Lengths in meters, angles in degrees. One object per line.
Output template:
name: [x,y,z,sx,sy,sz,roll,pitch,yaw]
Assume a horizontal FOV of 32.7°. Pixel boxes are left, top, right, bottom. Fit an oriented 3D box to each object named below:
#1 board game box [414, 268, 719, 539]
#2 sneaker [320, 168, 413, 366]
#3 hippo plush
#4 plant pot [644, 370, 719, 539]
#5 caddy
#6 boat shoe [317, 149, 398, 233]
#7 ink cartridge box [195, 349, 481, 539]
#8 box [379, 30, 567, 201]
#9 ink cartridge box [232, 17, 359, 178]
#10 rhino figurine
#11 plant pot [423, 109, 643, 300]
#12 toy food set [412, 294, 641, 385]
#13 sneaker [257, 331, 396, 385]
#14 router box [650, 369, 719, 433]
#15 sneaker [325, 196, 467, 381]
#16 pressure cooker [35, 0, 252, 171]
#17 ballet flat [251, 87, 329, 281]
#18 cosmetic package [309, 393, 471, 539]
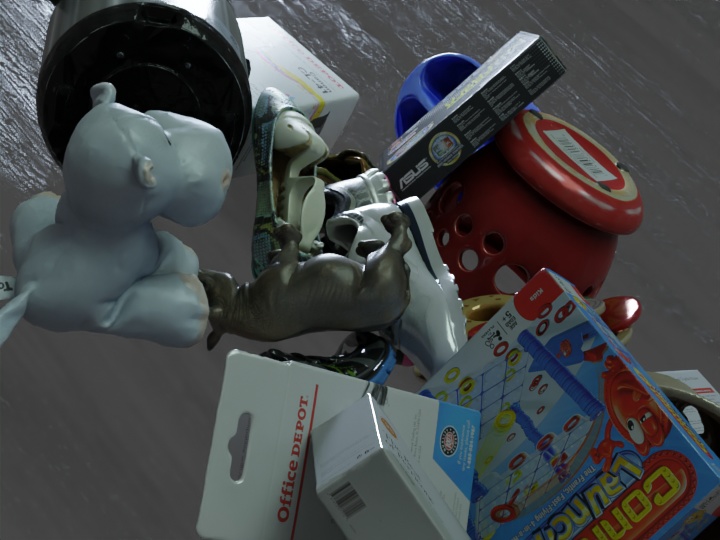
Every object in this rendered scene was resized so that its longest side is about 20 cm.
board game box: [0.124,0.139,0.852,0.056,0.200,0.197,27,22,-54]
sneaker: [0.000,0.000,1.090,0.086,0.074,0.202,-7,59,-16]
hippo plush: [-0.176,-0.049,0.838,0.198,0.163,0.159,0,34,-41]
plant pot: [0.225,0.167,0.972,0.199,0.202,0.183,37,15,5]
caddy: [0.127,-0.157,1.417,0.200,0.142,0.104,47,24,25]
boat shoe: [-0.006,-0.078,1.209,0.072,0.068,0.199,43,26,21]
ink cartridge box: [-0.024,0.128,0.789,0.198,0.067,0.118,18,74,-32]
box: [0.105,-0.153,1.214,0.044,0.199,0.160,48,10,-8]
ink cartridge box: [-0.114,-0.177,1.228,0.147,0.086,0.199,42,29,14]
rhino figurine: [-0.054,0.014,0.930,0.196,0.060,0.089,-8,55,1]
plant pot: [0.170,-0.048,1.245,0.198,0.184,0.202,25,29,-15]
toy food set: [0.140,0.059,1.054,0.200,0.195,0.049,-30,110,-62]
sneaker: [-0.035,0.083,0.908,0.083,0.071,0.199,45,30,6]
router box: [0.328,0.180,1.200,0.198,0.049,0.180,4,40,-47]
sneaker: [0.031,0.022,0.986,0.079,0.077,0.201,-4,41,-16]
pressure cooker: [-0.177,-0.166,1.025,0.175,0.178,0.201,-3,33,-8]
ballet flat: [-0.055,-0.079,1.068,0.073,0.074,0.203,15,60,-34]
cosmetic package: [0.044,0.176,0.732,0.201,0.050,0.083,56,3,-16]
